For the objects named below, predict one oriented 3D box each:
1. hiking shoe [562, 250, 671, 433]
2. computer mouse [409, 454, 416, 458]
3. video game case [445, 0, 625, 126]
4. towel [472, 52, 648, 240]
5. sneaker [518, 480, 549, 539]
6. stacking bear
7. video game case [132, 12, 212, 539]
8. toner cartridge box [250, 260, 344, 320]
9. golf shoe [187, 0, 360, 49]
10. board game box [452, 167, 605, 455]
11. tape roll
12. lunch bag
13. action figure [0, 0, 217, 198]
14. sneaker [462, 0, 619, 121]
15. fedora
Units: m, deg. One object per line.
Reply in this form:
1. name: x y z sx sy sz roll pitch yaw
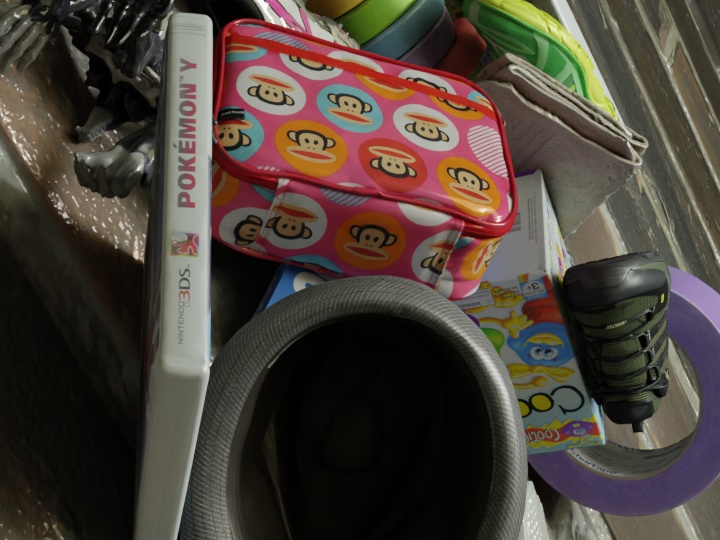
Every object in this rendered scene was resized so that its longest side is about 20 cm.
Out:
1. hiking shoe: 0.193 0.054 0.966 0.200 0.075 0.102 46 33 -64
2. computer mouse: 0.020 0.109 0.863 0.044 0.110 0.200 27 19 5
3. video game case: 0.111 -0.159 1.134 0.023 0.181 0.201 -46 113 -44
4. towel: 0.113 -0.071 1.016 0.132 0.200 0.035 31 56 -4
5. sneaker: 0.067 0.177 0.851 0.200 0.104 0.076 50 31 -78
6. stacking bear: -0.007 -0.212 1.009 0.200 0.121 0.114 52 14 -21
7. video game case: -0.089 0.017 0.630 0.201 0.023 0.184 109 -19 -54
8. toner cartridge box: 0.000 0.000 0.869 0.095 0.043 0.201 32 43 -8
9. golf shoe: -0.054 -0.147 0.942 0.092 0.072 0.200 -55 130 -25
10. board game box: 0.111 0.039 1.018 0.105 0.102 0.201 -86 158 -44
11. tape roll: 0.226 0.097 1.143 0.085 0.199 0.202 -19 87 -65
12. lunch bag: -0.006 -0.078 0.847 0.198 0.082 0.177 14 41 -14
13. action figure: -0.133 -0.107 0.694 0.119 0.102 0.200 43 -18 8
14. sneaker: 0.129 -0.133 1.009 0.074 0.084 0.200 41 -3 46
15. fedora: -0.005 0.102 0.712 0.090 0.175 0.202 -179 -85 -85
